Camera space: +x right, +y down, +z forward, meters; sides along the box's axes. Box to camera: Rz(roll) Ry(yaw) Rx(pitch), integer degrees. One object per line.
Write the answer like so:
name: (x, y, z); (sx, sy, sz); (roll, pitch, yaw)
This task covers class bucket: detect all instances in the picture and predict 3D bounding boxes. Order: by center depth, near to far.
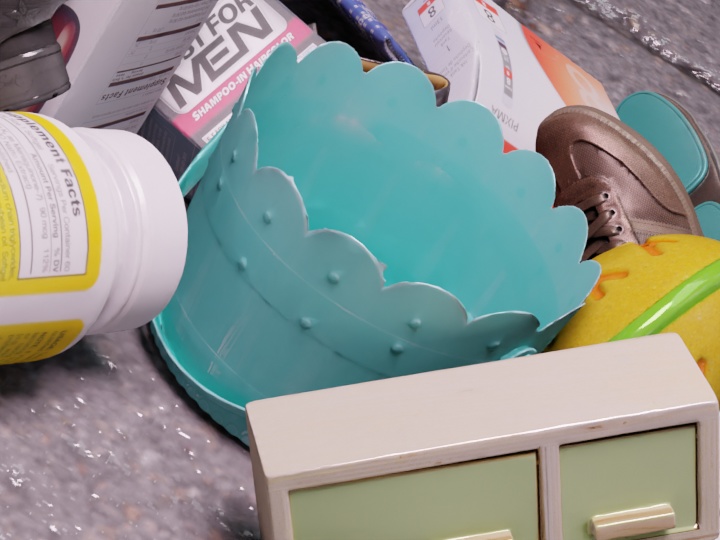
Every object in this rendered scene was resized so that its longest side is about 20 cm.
bucket: (0.000, 0.000, 1.171); (0.207, 0.135, 0.207); (24, 30, -15)

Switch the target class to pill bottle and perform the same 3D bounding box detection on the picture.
pill bottle: (-0.179, -0.013, 1.042); (0.200, 0.114, 0.114); (-5, 46, -47)

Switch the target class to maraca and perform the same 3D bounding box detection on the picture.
maraca: (0.162, 0.031, 1.225); (0.200, 0.137, 0.107); (-33, 78, -28)

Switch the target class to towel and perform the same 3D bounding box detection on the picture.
towel: (-0.015, -0.179, 1.470); (0.200, 0.024, 0.145); (51, 4, 29)

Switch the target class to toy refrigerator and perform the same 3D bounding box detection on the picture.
toy refrigerator: (0.055, 0.090, 1.050); (0.200, 0.076, 0.070); (-9, 29, -8)

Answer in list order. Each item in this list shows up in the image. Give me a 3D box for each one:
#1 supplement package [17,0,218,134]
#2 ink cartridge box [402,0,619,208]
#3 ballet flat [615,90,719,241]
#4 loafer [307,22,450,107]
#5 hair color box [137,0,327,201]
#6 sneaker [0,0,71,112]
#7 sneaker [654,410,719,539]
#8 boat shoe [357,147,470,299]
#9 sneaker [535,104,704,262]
supplement package: (-0.145, -0.144, 1.174); (0.114, 0.200, 0.110); (40, 24, 13)
ink cartridge box: (0.115, -0.077, 1.434); (0.162, 0.050, 0.200); (32, 23, -39)
ballet flat: (0.218, -0.033, 1.516); (0.064, 0.067, 0.200); (42, 16, -48)
loafer: (-0.043, -0.115, 1.363); (0.200, 0.072, 0.073); (18, 34, -22)
hair color box: (-0.115, -0.133, 1.286); (0.200, 0.061, 0.099); (41, 64, 12)
sneaker: (-0.208, -0.117, 1.089); (0.200, 0.104, 0.060); (-12, 13, 3)
sneaker: (0.155, 0.141, 1.091); (0.076, 0.081, 0.200); (1, 50, 19)
boat shoe: (0.062, -0.005, 1.282); (0.200, 0.091, 0.071); (37, 30, 7)
sneaker: (0.157, -0.001, 1.341); (0.200, 0.070, 0.076); (56, 37, 0)
